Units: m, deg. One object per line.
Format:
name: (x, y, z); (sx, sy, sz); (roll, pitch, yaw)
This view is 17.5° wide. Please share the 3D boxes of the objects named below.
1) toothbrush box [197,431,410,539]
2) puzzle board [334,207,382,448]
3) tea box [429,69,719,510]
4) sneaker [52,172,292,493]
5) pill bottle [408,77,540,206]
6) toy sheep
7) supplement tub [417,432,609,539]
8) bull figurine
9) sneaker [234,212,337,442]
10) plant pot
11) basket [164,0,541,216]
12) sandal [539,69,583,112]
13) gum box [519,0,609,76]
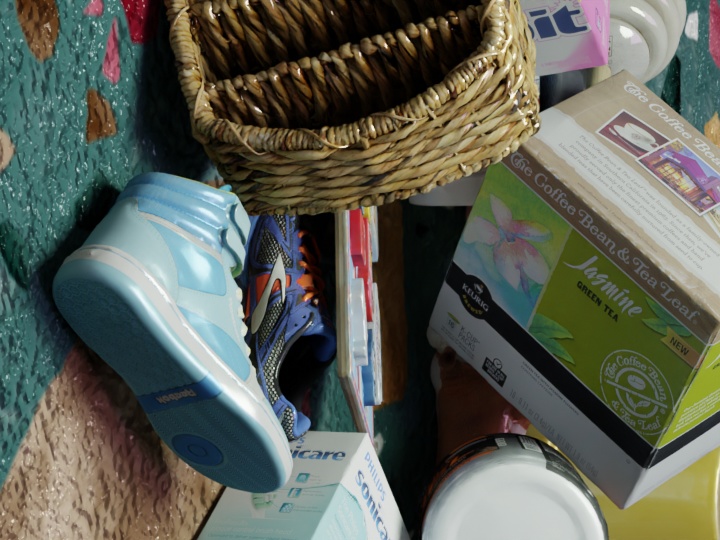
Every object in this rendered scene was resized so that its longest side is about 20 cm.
toothbrush box: (-0.044, 0.217, 1.450); (0.200, 0.085, 0.147); (-61, 141, -41)
puzzle board: (0.000, 0.000, 1.503); (0.151, 0.017, 0.201); (73, 15, -66)
tea box: (0.177, 0.012, 1.574); (0.133, 0.200, 0.197); (-27, 149, -38)
sneaker: (-0.084, 0.026, 1.358); (0.200, 0.079, 0.131); (56, 43, -33)
pill bottle: (0.070, -0.148, 1.626); (0.109, 0.108, 0.201); (-13, 103, -61)
toy sheep: (0.191, -0.195, 1.830); (0.200, 0.137, 0.138); (-87, 158, -47)
supplement tub: (0.100, 0.175, 1.573); (0.200, 0.122, 0.123); (-74, 164, -89)
bull figurine: (0.102, 0.120, 1.703); (0.065, 0.121, 0.201); (-66, 161, -84)
sneaker: (-0.044, 0.028, 1.452); (0.075, 0.078, 0.201); (45, 52, -53)
plant pot: (0.208, 0.169, 1.806); (0.201, 0.188, 0.202); (0, 90, -61)
basket: (-0.008, -0.132, 1.366); (0.143, 0.199, 0.149); (-90, 162, -49)
sandal: (0.129, -0.069, 1.694); (0.200, 0.043, 0.076); (117, -21, -54)
gum box: (0.049, -0.175, 1.500); (0.114, 0.199, 0.066); (57, 32, -50)
